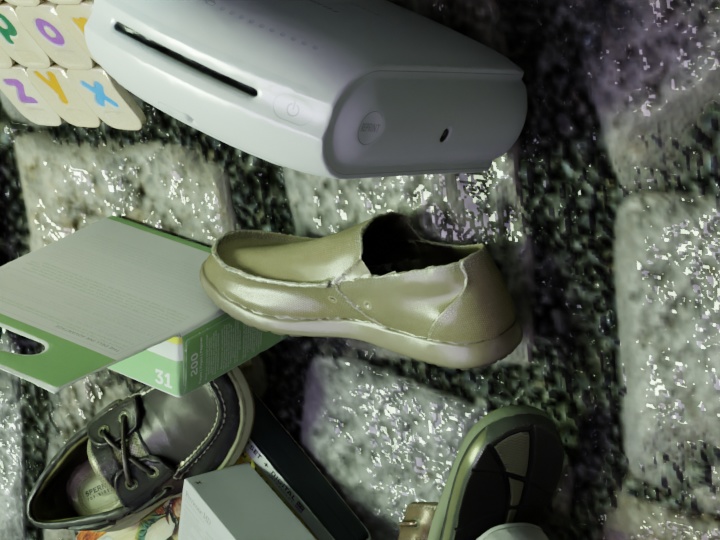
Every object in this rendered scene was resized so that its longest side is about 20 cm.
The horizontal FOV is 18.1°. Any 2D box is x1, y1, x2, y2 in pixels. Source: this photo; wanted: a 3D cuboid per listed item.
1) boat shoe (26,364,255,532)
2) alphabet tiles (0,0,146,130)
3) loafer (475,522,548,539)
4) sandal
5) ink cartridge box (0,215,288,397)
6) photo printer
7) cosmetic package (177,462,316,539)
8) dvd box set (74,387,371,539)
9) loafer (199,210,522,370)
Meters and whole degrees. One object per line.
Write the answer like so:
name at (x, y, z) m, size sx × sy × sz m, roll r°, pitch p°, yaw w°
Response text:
boat shoe at (-0.136, 0.115, 1.374) m, size 0.200 × 0.065 × 0.073 m, roll -43°, pitch 72°, yaw 43°
alphabet tiles at (-0.206, -0.152, 1.269) m, size 0.199 × 0.015 × 0.196 m, roll 7°, pitch 144°, yaw 48°
loafer at (0.067, 0.230, 1.259) m, size 0.070 × 0.070 × 0.201 m, roll -120°, pitch 39°, yaw -51°
sandal at (0.059, 0.143, 1.275) m, size 0.057 × 0.079 × 0.202 m, roll 59°, pitch 138°, yaw 40°
ink cartridge box at (-0.156, 0.032, 1.301) m, size 0.145 × 0.200 × 0.048 m, roll 19°, pitch 121°, yaw 32°
photo printer at (-0.029, -0.102, 1.134) m, size 0.166 × 0.200 × 0.070 m, roll 27°, pitch 107°, yaw 28°
cosmetic package at (-0.037, 0.202, 1.300) m, size 0.200 × 0.050 × 0.083 m, roll 44°, pitch 137°, yaw 42°
dvd box set at (-0.091, 0.169, 1.427) m, size 0.146 × 0.029 × 0.200 m, roll 50°, pitch 133°, yaw 11°
loafer at (0.000, 0.000, 1.250) m, size 0.199 × 0.076 × 0.068 m, roll 11°, pitch 114°, yaw 26°
